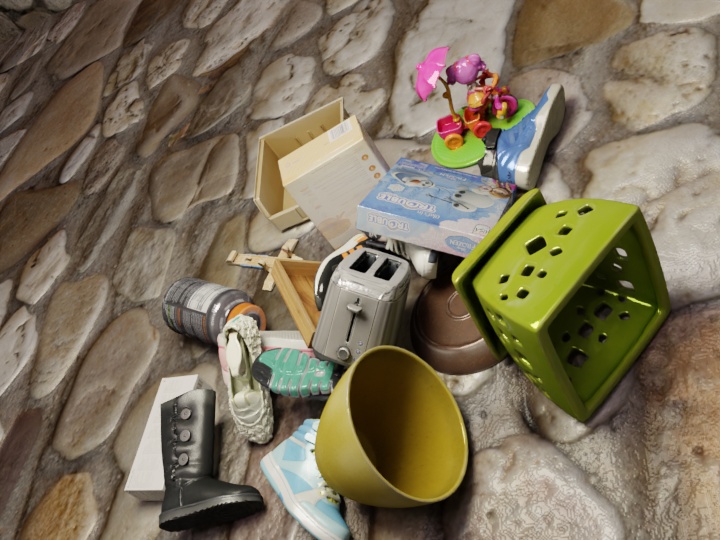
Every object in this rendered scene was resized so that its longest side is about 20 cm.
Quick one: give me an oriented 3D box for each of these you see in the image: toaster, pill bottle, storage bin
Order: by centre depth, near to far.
[{"bbox_3d":[0.010,0.052,1.070,0.112,0.131,0.200,19,20,10],"label":"toaster"},{"bbox_3d":[-0.255,0.079,1.320,0.198,0.106,0.107,12,63,41],"label":"pill bottle"},{"bbox_3d":[-0.098,-0.203,1.450,0.198,0.094,0.201,-21,46,20],"label":"storage bin"}]

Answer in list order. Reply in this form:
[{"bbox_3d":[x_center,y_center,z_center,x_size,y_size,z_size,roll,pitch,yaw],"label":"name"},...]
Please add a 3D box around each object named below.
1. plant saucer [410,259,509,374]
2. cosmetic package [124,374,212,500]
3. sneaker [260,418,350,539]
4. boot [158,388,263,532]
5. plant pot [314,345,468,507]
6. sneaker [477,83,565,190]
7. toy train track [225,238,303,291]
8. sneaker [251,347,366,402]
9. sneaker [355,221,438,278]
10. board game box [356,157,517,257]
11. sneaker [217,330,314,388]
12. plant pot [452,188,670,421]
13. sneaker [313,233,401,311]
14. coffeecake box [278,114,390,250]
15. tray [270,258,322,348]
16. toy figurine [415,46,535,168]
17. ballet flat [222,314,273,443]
[{"bbox_3d":[0.156,0.056,1.097,0.198,0.035,0.202,-19,47,21],"label":"plant saucer"},{"bbox_3d":[-0.316,0.276,1.239,0.081,0.051,0.202,-7,52,25],"label":"cosmetic package"},{"bbox_3d":[-0.049,0.278,1.025,0.131,0.080,0.200,-47,43,-6],"label":"sneaker"},{"bbox_3d":[-0.230,0.277,1.139,0.162,0.066,0.202,-13,52,7],"label":"boot"},{"bbox_3d":[0.020,0.219,0.965,0.142,0.198,0.202,-38,36,39],"label":"plant pot"},{"bbox_3d":[0.258,-0.227,1.224,0.110,0.077,0.202,14,71,32],"label":"sneaker"},{"bbox_3d":[-0.188,-0.023,1.410,0.198,0.033,0.116,5,59,40],"label":"toy train track"},{"bbox_3d":[-0.067,0.172,1.096,0.197,0.088,0.075,7,51,25],"label":"sneaker"},{"bbox_3d":[0.055,-0.052,1.159,0.127,0.080,0.200,4,33,-2],"label":"sneaker"},{"bbox_3d":[0.120,-0.098,1.127,0.197,0.044,0.199,15,34,15],"label":"board game box"},{"bbox_3d":[-0.133,0.153,1.204,0.197,0.075,0.107,0,95,7],"label":"sneaker"},{"bbox_3d":[0.241,0.030,0.932,0.200,0.200,0.181,-47,40,-14],"label":"plant pot"},{"bbox_3d":[0.000,0.000,1.190,0.089,0.071,0.200,4,31,28],"label":"sneaker"},{"bbox_3d":[-0.020,-0.135,1.258,0.152,0.200,0.074,-28,43,12],"label":"coffeecake box"},{"bbox_3d":[-0.070,0.053,1.216,0.201,0.097,0.037,56,133,48],"label":"tray"},{"bbox_3d":[0.176,-0.300,1.266,0.198,0.184,0.152,-17,47,22],"label":"toy figurine"},{"bbox_3d":[-0.181,0.169,1.141,0.071,0.071,0.203,-12,87,28],"label":"ballet flat"}]
